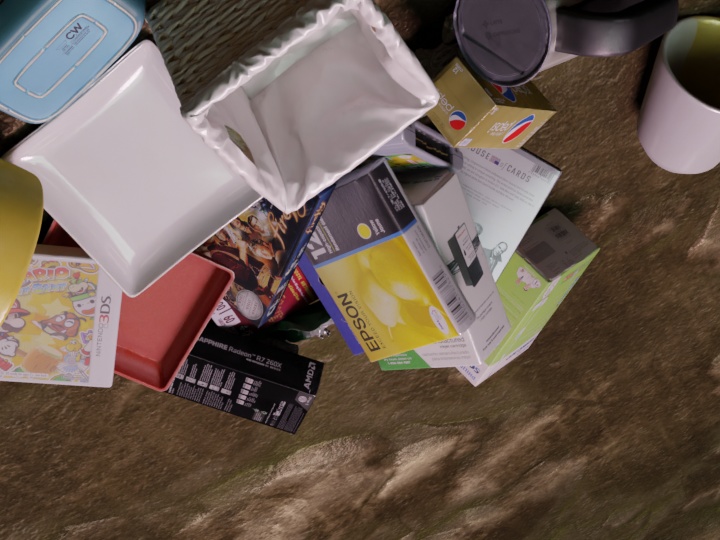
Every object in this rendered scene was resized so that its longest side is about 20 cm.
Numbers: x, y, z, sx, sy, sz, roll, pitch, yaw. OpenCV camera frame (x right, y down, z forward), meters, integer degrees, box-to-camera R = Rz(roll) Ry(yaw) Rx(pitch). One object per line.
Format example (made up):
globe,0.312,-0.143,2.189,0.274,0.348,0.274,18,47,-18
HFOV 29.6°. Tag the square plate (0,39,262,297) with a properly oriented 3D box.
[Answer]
square plate,-0.222,-0.100,1.365,0.197,0.029,0.200,-36,115,11

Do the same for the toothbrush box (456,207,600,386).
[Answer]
toothbrush box,0.202,0.035,1.771,0.145,0.086,0.201,-29,155,-48

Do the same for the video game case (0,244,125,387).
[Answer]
video game case,-0.358,0.048,1.458,0.197,0.023,0.184,5,128,-12

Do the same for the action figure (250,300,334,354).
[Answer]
action figure,-0.073,0.069,1.663,0.198,0.055,0.118,-18,-172,41

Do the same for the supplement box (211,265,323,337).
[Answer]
supplement box,-0.092,-0.003,1.601,0.198,0.061,0.109,-29,144,1

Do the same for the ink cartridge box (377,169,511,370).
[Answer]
ink cartridge box,0.062,0.002,1.513,0.083,0.145,0.202,-43,118,-46

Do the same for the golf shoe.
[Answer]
golf shoe,0.091,-0.205,1.462,0.199,0.079,0.097,-37,150,16

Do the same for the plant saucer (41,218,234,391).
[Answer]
plant saucer,-0.262,0.022,1.487,0.198,0.037,0.201,24,125,-16

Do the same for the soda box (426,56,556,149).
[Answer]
soda box,0.135,-0.173,1.429,0.064,0.068,0.199,-44,166,21

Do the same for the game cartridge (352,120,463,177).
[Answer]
game cartridge,0.019,-0.128,1.449,0.131,0.041,0.200,0,175,23

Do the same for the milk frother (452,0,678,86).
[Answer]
milk frother,0.205,-0.304,1.331,0.187,0.179,0.203,-28,108,-43

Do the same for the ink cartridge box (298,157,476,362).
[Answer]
ink cartridge box,0.000,0.000,1.467,0.199,0.199,0.047,-22,-165,43

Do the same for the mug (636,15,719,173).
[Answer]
mug,0.418,-0.197,1.628,0.184,0.151,0.154,-6,148,-17

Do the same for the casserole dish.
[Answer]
casserole dish,-0.279,-0.207,1.249,0.200,0.039,0.121,-41,143,16

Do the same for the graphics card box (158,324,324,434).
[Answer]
graphics card box,-0.152,0.125,1.629,0.197,0.051,0.126,19,148,-5

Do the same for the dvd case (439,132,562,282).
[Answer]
dvd case,0.122,-0.066,1.585,0.149,0.025,0.202,27,103,-13

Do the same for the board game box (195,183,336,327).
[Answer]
board game box,-0.120,-0.053,1.463,0.035,0.135,0.201,-39,161,-49

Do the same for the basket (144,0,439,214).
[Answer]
basket,-0.064,-0.201,1.284,0.199,0.162,0.198,-34,145,10

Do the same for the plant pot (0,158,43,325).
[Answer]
plant pot,-0.420,-0.035,1.253,0.188,0.202,0.201,27,120,-31
